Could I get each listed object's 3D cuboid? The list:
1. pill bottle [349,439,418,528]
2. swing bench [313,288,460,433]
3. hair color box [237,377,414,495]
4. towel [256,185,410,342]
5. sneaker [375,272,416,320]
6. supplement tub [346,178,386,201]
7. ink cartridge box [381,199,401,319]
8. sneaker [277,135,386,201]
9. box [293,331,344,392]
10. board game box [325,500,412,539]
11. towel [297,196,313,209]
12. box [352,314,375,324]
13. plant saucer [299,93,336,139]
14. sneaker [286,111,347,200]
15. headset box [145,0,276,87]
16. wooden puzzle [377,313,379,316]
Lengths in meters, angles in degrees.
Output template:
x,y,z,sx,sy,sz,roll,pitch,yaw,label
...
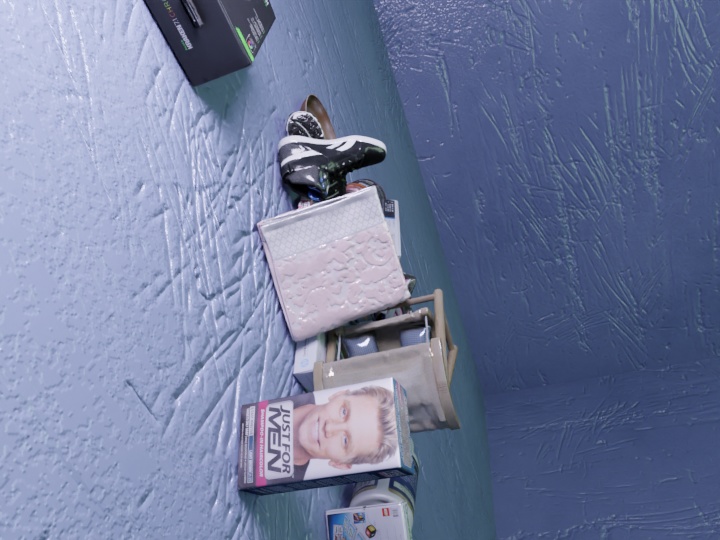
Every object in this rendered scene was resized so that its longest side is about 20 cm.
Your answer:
x,y,z,sx,sy,sz,roll,pitch,yaw,label
0.048,0.377,1.000,0.200,0.109,0.113,-63,138,-67,pill bottle
0.044,0.148,0.857,0.201,0.196,0.131,-72,145,-62,swing bench
-0.042,0.195,0.649,0.061,0.197,0.101,52,29,-56,hair color box
-0.038,-0.011,0.852,0.032,0.197,0.194,-144,-144,-76,towel
0.088,0.096,1.247,0.081,0.085,0.202,-97,-154,-58,sneaker
-0.008,-0.142,1.230,0.200,0.105,0.109,-48,123,-71,supplement tub
0.047,-0.014,1.186,0.200,0.043,0.202,-89,-174,-51,ink cartridge box
-0.045,-0.173,0.984,0.073,0.196,0.114,113,-28,-63,sneaker
-0.050,0.161,0.954,0.201,0.041,0.158,64,20,-43,box
0.020,0.451,0.809,0.035,0.124,0.203,40,40,-65,board game box
-0.073,-0.056,0.997,0.200,0.029,0.148,-97,170,-69,towel
-0.010,0.013,1.153,0.201,0.047,0.161,69,16,-60,box
-0.087,-0.271,1.188,0.200,0.032,0.204,-13,90,-76,plant saucer
-0.084,-0.213,1.067,0.202,0.073,0.079,67,-7,-27,sneaker
-0.203,-0.368,0.731,0.202,0.091,0.176,-84,155,-49,headset box
0.075,0.168,1.426,0.186,0.037,0.202,-85,161,-50,wooden puzzle
